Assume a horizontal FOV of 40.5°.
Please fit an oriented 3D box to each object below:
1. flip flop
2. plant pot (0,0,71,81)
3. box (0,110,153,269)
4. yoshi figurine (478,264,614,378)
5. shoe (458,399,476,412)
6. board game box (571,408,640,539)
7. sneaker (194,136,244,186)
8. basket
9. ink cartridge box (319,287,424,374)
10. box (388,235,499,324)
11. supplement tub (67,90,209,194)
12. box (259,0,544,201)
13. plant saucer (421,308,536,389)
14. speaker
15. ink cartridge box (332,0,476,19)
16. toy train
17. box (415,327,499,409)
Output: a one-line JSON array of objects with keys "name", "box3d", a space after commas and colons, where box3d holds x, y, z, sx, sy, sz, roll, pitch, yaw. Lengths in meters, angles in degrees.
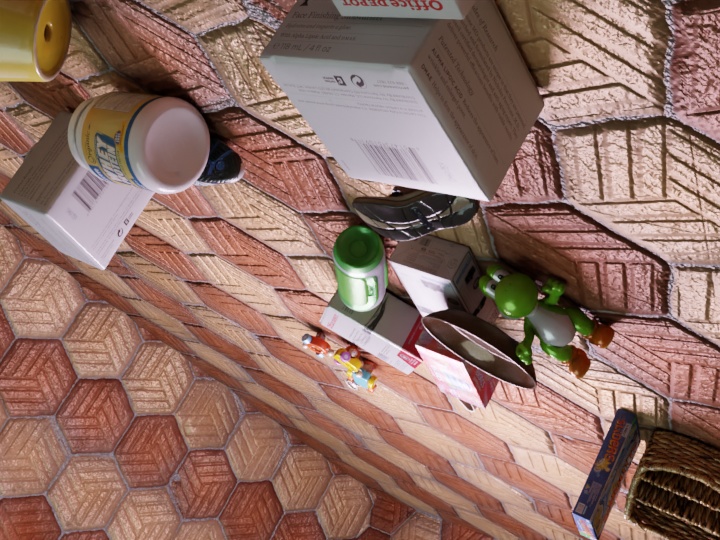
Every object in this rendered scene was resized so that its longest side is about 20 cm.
[{"name": "flip flop", "box3d": [0.076, -0.091, 1.310, 0.199, 0.058, 0.081, -11, 133, 41]}, {"name": "plant pot", "box3d": [-0.512, -0.345, 1.349, 0.187, 0.202, 0.201, 12, 160, 4]}, {"name": "box", "box3d": [-0.510, -0.146, 1.791, 0.130, 0.200, 0.200, 20, 160, 29]}, {"name": "yoshi figurine", "box3d": [0.255, 0.066, 1.373, 0.199, 0.113, 0.112, 34, 145, -5]}, {"name": "shoe", "box3d": [0.188, 0.212, 1.910, 0.070, 0.054, 0.200, 11, 154, 44]}, {"name": "board game box", "box3d": [0.427, 0.354, 1.686, 0.034, 0.201, 0.136, 19, 159, 28]}, {"name": "sneaker", "box3d": [-0.252, -0.175, 1.581, 0.199, 0.076, 0.077, 14, 178, 40]}, {"name": "basket", "box3d": [0.557, 0.378, 1.634, 0.199, 0.150, 0.143, 22, 160, 24]}, {"name": "ink cartridge box", "box3d": [0.034, 0.098, 1.803, 0.199, 0.084, 0.144, 29, 162, 0]}, {"name": "box", "box3d": [0.133, 0.026, 1.506, 0.116, 0.060, 0.200, 19, 159, 31]}, {"name": "supplement tub", "box3d": [-0.346, -0.201, 1.510, 0.199, 0.145, 0.145, 13, 155, 40]}, {"name": "box", "box3d": [0.045, -0.189, 0.973, 0.198, 0.131, 0.200, 14, 155, 41]}, {"name": "plant saucer", "box3d": [0.184, 0.111, 1.469, 0.199, 0.037, 0.201, 31, 167, 8]}, {"name": "speaker", "box3d": [0.000, 0.000, 1.602, 0.088, 0.089, 0.200, 26, 161, 12]}, {"name": "ink cartridge box", "box3d": [0.010, -0.306, 0.800, 0.146, 0.083, 0.200, 13, 155, 39]}, {"name": "toy train", "box3d": [-0.037, 0.202, 2.234, 0.150, 0.056, 0.200, 7, 147, 53]}, {"name": "box", "box3d": [0.178, 0.144, 1.679, 0.094, 0.103, 0.200, 19, 157, 28]}]
